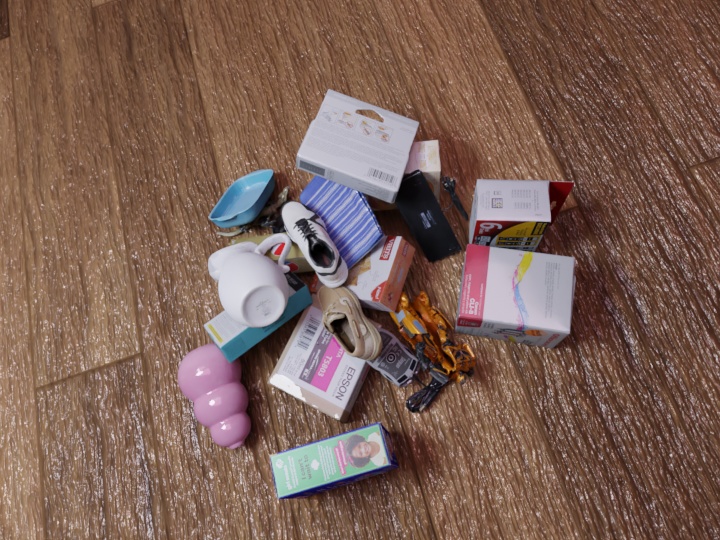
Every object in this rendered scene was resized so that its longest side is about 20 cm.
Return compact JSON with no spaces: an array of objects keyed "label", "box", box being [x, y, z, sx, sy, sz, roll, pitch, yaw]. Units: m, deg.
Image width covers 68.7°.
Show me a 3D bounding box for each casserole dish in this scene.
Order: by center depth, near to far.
[{"label":"casserole dish","box":[-0.251,-0.154,1.150,0.119,0.039,0.202,-11,37,22]}]

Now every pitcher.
[{"label":"pitcher","box":[-0.185,0.006,0.972,0.170,0.122,0.200,-33,34,-9]}]

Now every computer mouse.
[{"label":"computer mouse","box":[0.077,0.179,1.004,0.200,0.044,0.110,43,85,-16]}]

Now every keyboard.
[{"label":"keyboard","box":[0.152,-0.115,1.055,0.126,0.201,0.021,-24,30,17]}]

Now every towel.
[{"label":"towel","box":[-0.044,-0.109,1.028,0.145,0.024,0.202,-41,66,35]}]

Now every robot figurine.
[{"label":"robot figurine","box":[0.140,0.128,1.002,0.201,0.144,0.059,52,122,28]}]

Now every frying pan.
[{"label":"frying pan","box":[-0.104,-0.108,1.136,0.187,0.031,0.116,-8,42,18]}]

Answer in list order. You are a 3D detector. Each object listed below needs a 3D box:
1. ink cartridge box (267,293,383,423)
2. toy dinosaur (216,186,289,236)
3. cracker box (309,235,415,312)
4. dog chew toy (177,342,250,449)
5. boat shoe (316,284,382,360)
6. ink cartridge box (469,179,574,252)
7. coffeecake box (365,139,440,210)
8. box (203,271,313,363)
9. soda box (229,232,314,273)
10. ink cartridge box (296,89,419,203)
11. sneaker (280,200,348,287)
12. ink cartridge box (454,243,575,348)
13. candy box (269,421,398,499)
[{"label":"ink cartridge box","box":[-0.063,0.172,1.044,0.163,0.075,0.202,22,75,15]},{"label":"toy dinosaur","box":[-0.231,-0.112,1.165,0.198,0.048,0.088,-30,26,1]},{"label":"cracker box","box":[0.000,0.000,1.053,0.198,0.058,0.136,5,69,42]},{"label":"dog chew toy","box":[-0.275,0.247,1.027,0.123,0.125,0.202,-25,79,-2]},{"label":"boat shoe","box":[-0.035,0.085,0.962,0.200,0.064,0.072,45,116,44]},{"label":"ink cartridge box","box":[0.302,-0.092,1.016,0.172,0.200,0.085,2,72,9]},{"label":"coffeecake box","box":[0.066,-0.193,1.105,0.196,0.154,0.074,-4,70,6]},{"label":"box","box":[-0.196,0.083,1.020,0.199,0.050,0.082,-36,45,-19]},{"label":"soda box","box":[-0.179,-0.033,1.103,0.197,0.068,0.065,-6,63,20]},{"label":"ink cartridge box","box":[-0.002,-0.240,1.005,0.197,0.044,0.176,20,62,0]},{"label":"sneaker","box":[-0.090,-0.064,0.998,0.073,0.080,0.201,-36,68,-5]},{"label":"ink cartridge box","box":[0.288,0.051,1.000,0.196,0.146,0.147,7,73,10]},{"label":"candy box","box":[-0.040,0.340,0.934,0.197,0.170,0.078,-19,67,1]}]
